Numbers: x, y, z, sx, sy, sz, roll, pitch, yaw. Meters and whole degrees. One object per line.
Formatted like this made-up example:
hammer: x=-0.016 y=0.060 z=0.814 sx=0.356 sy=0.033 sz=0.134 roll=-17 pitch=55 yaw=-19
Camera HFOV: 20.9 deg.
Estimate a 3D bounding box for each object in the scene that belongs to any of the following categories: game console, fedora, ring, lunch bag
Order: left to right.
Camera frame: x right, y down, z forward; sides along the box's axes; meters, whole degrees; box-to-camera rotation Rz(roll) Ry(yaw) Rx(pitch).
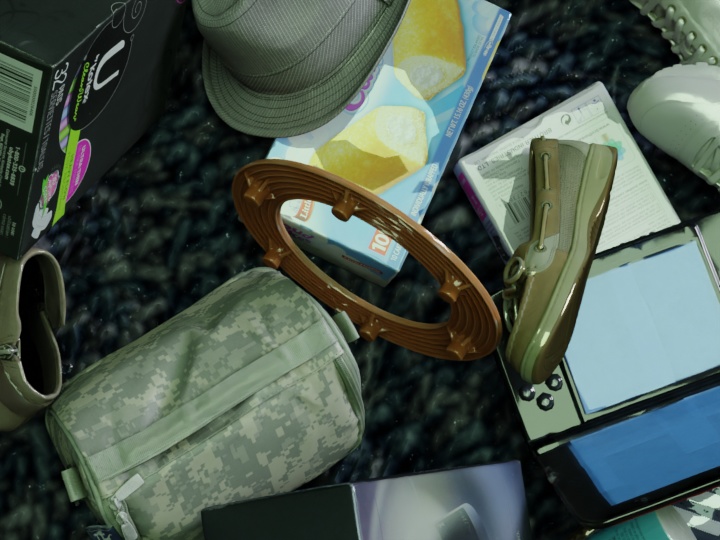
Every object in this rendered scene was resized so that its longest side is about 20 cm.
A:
lunch bag: x=-0.098 y=0.092 z=1.236 sx=0.199 sy=0.168 sz=0.140 roll=-31 pitch=85 yaw=-11
fedora: x=-0.053 y=-0.197 z=1.289 sx=0.176 sy=0.090 sz=0.201 roll=19 pitch=78 yaw=43
ring: x=0.000 y=0.000 z=1.247 sx=0.200 sy=0.201 sz=0.019 roll=35 pitch=69 yaw=0
game console: x=0.198 y=0.057 z=1.261 sx=0.199 sy=0.119 sz=0.174 roll=-19 pitch=82 yaw=-6

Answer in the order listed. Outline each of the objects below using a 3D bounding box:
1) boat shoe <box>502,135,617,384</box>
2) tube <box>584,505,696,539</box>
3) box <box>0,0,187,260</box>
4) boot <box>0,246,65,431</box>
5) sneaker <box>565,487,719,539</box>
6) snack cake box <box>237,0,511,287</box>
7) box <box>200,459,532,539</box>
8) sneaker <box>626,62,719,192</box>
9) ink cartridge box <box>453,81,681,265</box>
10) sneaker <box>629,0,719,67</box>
boat shoe: x=0.118 y=-0.011 z=1.267 sx=0.063 sy=0.073 sz=0.202 roll=14 pitch=52 yaw=9
tube: x=0.128 y=0.222 z=1.272 sx=0.200 sy=0.050 sz=0.078 roll=-37 pitch=79 yaw=19
box: x=-0.205 y=-0.133 z=1.219 sx=0.124 sy=0.149 sz=0.200 roll=24 pitch=37 yaw=8
boot: x=-0.244 y=0.003 z=1.242 sx=0.070 sy=0.146 sz=0.202 roll=-14 pitch=93 yaw=-42
sneaker: x=0.239 y=0.171 z=1.313 sx=0.199 sy=0.070 sz=0.109 roll=-37 pitch=81 yaw=-5
snack cake box: x=0.009 y=-0.105 z=1.335 sx=0.114 sy=0.067 sz=0.201 roll=24 pitch=78 yaw=-3
box: x=0.019 y=0.228 z=1.195 sx=0.123 sy=0.198 sz=0.202 roll=-14 pitch=82 yaw=34
sneaker: x=0.273 y=-0.073 z=1.339 sx=0.199 sy=0.077 sz=0.081 roll=23 pitch=50 yaw=-7
ink cartridge box: x=0.163 y=-0.014 z=1.352 sx=0.119 sy=0.042 sz=0.201 roll=-28 pitch=82 yaw=-9
sneaker: x=0.244 y=-0.161 z=1.371 sx=0.199 sy=0.073 sz=0.085 roll=31 pitch=75 yaw=-2
